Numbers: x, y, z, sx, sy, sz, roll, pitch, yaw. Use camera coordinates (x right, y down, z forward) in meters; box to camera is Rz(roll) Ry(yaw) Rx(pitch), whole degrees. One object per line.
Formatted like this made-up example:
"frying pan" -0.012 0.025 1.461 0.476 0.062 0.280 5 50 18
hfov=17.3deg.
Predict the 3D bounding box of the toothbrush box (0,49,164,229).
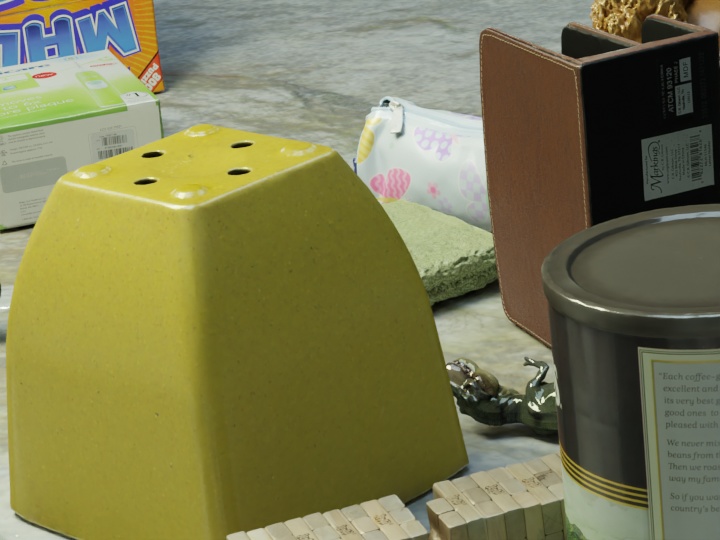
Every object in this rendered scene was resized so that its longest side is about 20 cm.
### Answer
"toothbrush box" -0.250 -0.111 1.934 0.145 0.087 0.200 -11 19 -14

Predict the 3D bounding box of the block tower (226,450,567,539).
"block tower" 0.038 0.143 1.185 0.199 0.058 0.054 -14 21 -15

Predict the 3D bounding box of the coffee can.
"coffee can" 0.163 0.087 1.082 0.146 0.201 0.146 -6 19 2

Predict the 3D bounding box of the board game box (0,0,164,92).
"board game box" -0.320 -0.263 2.208 0.199 0.201 0.200 -14 21 -21

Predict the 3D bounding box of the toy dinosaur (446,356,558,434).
"toy dinosaur" 0.150 0.068 1.373 0.199 0.048 0.088 5 37 28

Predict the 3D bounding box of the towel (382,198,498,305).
"towel" 0.000 0.000 1.622 0.199 0.037 0.148 -19 24 -33

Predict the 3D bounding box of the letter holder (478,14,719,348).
"letter holder" 0.151 -0.055 1.483 0.100 0.201 0.142 -14 21 -22

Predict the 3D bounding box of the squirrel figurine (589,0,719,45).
"squirrel figurine" 0.229 -0.121 1.687 0.142 0.200 0.187 -43 8 45

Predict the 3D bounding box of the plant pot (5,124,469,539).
"plant pot" -0.078 0.031 1.315 0.194 0.201 0.195 13 26 43

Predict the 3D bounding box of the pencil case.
"pencil case" 0.090 -0.075 1.724 0.199 0.091 0.083 13 27 41
